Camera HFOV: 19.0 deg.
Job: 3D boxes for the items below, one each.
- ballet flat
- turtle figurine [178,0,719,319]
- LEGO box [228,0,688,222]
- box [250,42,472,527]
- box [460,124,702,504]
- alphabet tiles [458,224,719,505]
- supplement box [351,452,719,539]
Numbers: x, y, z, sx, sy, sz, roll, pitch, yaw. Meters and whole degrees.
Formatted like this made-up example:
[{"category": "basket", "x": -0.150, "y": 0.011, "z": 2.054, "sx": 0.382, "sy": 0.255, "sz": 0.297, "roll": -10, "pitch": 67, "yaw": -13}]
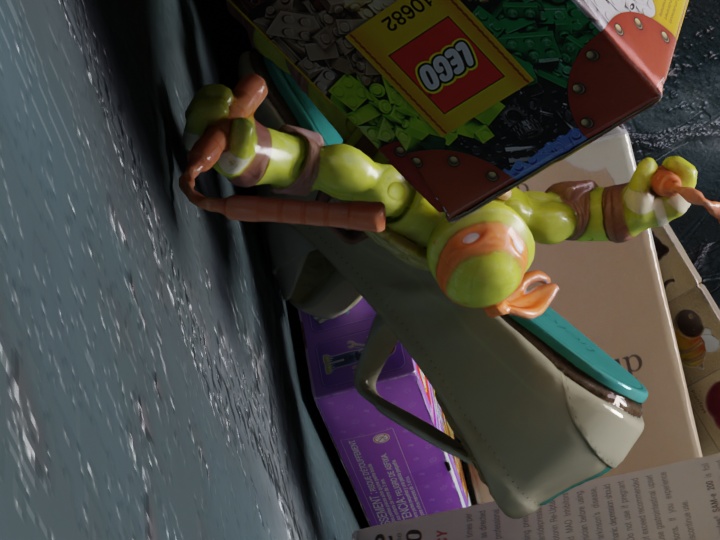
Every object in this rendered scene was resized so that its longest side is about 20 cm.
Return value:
[{"category": "ballet flat", "x": 0.009, "y": 0.004, "z": 0.702, "sx": 0.200, "sy": 0.069, "sz": 0.070, "roll": 47, "pitch": -12, "yaw": 32}, {"category": "turtle figurine", "x": 0.025, "y": -0.036, "z": 0.648, "sx": 0.161, "sy": 0.200, "sz": 0.064, "roll": -114, "pitch": -144, "yaw": -47}, {"category": "LEGO box", "x": 0.024, "y": -0.137, "z": 0.580, "sx": 0.149, "sy": 0.077, "sz": 0.200, "roll": 44, "pitch": 40, "yaw": -20}, {"category": "box", "x": 0.000, "y": 0.000, "z": 0.830, "sx": 0.137, "sy": 0.039, "sz": 0.200, "roll": 70, "pitch": 7, "yaw": -52}, {"category": "box", "x": 0.081, "y": 0.045, "z": 0.853, "sx": 0.078, "sy": 0.095, "sz": 0.200, "roll": -85, "pitch": 159, "yaw": -80}, {"category": "alphabet tiles", "x": 0.068, "y": 0.012, "z": 0.927, "sx": 0.008, "sy": 0.167, "sz": 0.200, "roll": -25, "pitch": 84, "yaw": -50}, {"category": "supplement box", "x": 0.107, "y": 0.131, "z": 0.695, "sx": 0.074, "sy": 0.200, "sz": 0.126, "roll": -89, "pitch": 165, "yaw": -62}]
